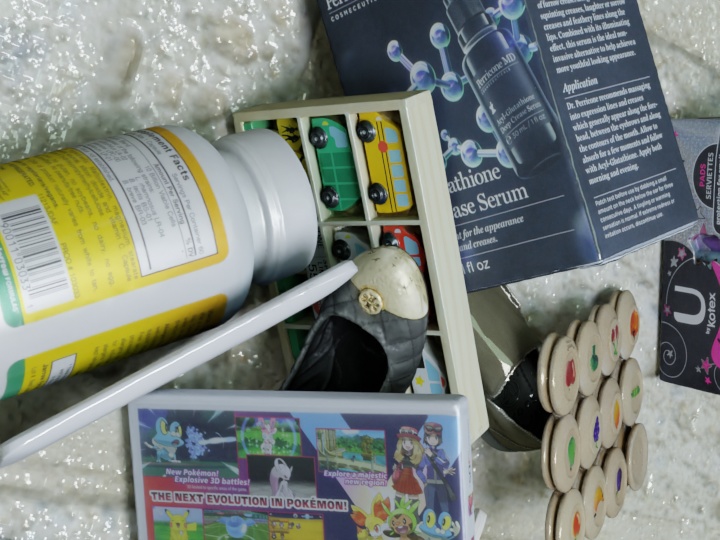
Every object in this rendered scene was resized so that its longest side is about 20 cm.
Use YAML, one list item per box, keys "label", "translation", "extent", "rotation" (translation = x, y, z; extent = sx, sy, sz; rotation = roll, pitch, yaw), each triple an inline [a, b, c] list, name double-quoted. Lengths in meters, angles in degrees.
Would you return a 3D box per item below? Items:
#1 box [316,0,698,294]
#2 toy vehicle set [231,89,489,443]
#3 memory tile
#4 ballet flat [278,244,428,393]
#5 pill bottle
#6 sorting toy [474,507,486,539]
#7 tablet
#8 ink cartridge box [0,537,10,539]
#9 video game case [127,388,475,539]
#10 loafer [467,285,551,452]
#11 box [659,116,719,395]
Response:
- label: "box"
  translation: [0.082, -0.097, 0.760]
  extent: [0.107, 0.148, 0.202]
  rotation: [-18, 92, -43]
- label: "toy vehicle set"
  translation: [0.000, 0.000, 0.765]
  extent: [0.026, 0.123, 0.202]
  rotation: [-29, 113, -50]
- label: "memory tile"
  translation: [0.162, 0.102, 0.901]
  extent: [0.200, 0.017, 0.155]
  rotation: [-22, 110, -61]
- label: "ballet flat"
  translation: [-0.016, 0.070, 0.750]
  extent: [0.057, 0.066, 0.201]
  rotation: [-28, 151, -52]
- label: "pill bottle"
  translation: [-0.126, -0.012, 0.684]
  extent: [0.199, 0.112, 0.114]
  rotation: [-19, 107, -31]
- label: "sorting toy"
  translation: [0.049, 0.253, 0.848]
  extent: [0.181, 0.106, 0.201]
  rotation: [-60, 153, -30]
- label: "tablet"
  translation: [-0.101, 0.052, 0.692]
  extent: [0.199, 0.130, 0.014]
  rotation: [-29, 90, -22]
- label: "ink cartridge box"
  translation: [-0.203, 0.245, 0.683]
  extent: [0.144, 0.084, 0.202]
  rotation: [24, 83, -34]
- label: "video game case"
  translation: [-0.033, 0.158, 0.732]
  extent: [0.023, 0.198, 0.184]
  rotation: [-20, 108, -68]
- label: "loafer"
  translation: [0.085, 0.041, 0.863]
  extent: [0.075, 0.069, 0.201]
  rotation: [-46, 119, -21]
- label: "box"
  translation: [0.305, -0.013, 0.981]
  extent: [0.131, 0.114, 0.202]
  rotation: [-5, 98, -33]
